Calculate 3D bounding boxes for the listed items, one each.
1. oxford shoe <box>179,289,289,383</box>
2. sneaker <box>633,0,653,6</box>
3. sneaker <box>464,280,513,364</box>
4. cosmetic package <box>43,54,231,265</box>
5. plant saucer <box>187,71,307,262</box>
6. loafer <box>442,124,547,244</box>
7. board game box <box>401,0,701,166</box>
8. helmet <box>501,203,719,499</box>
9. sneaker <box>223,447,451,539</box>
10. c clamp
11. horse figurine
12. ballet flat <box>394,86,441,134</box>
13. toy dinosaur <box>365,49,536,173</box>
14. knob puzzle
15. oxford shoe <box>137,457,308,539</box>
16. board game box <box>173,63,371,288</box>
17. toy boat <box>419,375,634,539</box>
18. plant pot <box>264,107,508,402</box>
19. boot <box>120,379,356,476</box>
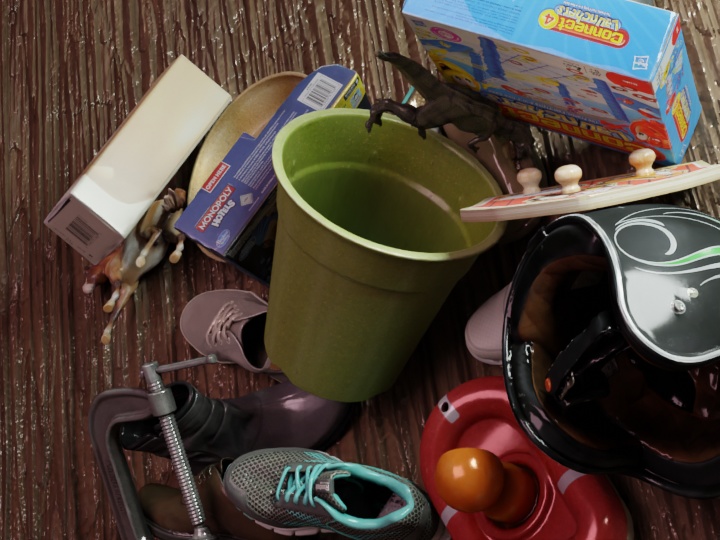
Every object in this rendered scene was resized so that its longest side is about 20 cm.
[{"bbox_3d":[-0.113,0.056,1.571,0.199,0.057,0.076,20,86,49],"label":"oxford shoe"},{"bbox_3d":[0.151,-0.204,1.409,0.198,0.075,0.080,-7,78,14],"label":"sneaker"},{"bbox_3d":[0.155,0.011,1.320,0.199,0.081,0.076,-30,52,31],"label":"sneaker"},{"bbox_3d":[-0.224,-0.112,1.683,0.201,0.071,0.105,-57,12,-30],"label":"cosmetic package"},{"bbox_3d":[-0.090,-0.096,1.644,0.199,0.035,0.202,-22,56,36],"label":"plant saucer"},{"bbox_3d":[0.106,-0.112,1.440,0.076,0.067,0.202,-33,49,27],"label":"loafer"},{"bbox_3d":[0.151,-0.160,1.279,0.198,0.196,0.056,19,81,21],"label":"board game box"},{"bbox_3d":[0.213,0.054,1.159,0.200,0.189,0.202,-39,45,53],"label":"helmet"},{"bbox_3d":[-0.024,0.177,1.350,0.198,0.091,0.078,9,68,20],"label":"sneaker"},{"bbox_3d":[-0.170,0.172,1.433,0.169,0.027,0.202,-4,103,38],"label":"c clamp"},{"bbox_3d":[-0.224,-0.018,1.708,0.200,0.050,0.133,-49,21,28],"label":"horse figurine"},{"bbox_3d":[0.038,-0.074,1.502,0.065,0.070,0.202,27,92,21],"label":"ballet flat"},{"bbox_3d":[0.058,-0.131,1.346,0.088,0.199,0.048,-13,61,45],"label":"toy dinosaur"},{"bbox_3d":[0.168,-0.066,1.230,0.218,0.219,0.031,-5,97,42],"label":"knob puzzle"},{"bbox_3d":[-0.125,0.202,1.478,0.198,0.072,0.086,3,101,36],"label":"oxford shoe"},{"bbox_3d":[-0.057,-0.057,1.491,0.061,0.200,0.201,28,73,25],"label":"board game box"},{"bbox_3d":[0.104,0.163,1.250,0.131,0.130,0.201,-45,45,15],"label":"toy boat"},{"bbox_3d":[0.000,0.000,1.391,0.201,0.198,0.191,61,143,43],"label":"plant pot"},{"bbox_3d":[-0.108,0.128,1.472,0.199,0.131,0.070,-35,47,25],"label":"boot"}]
